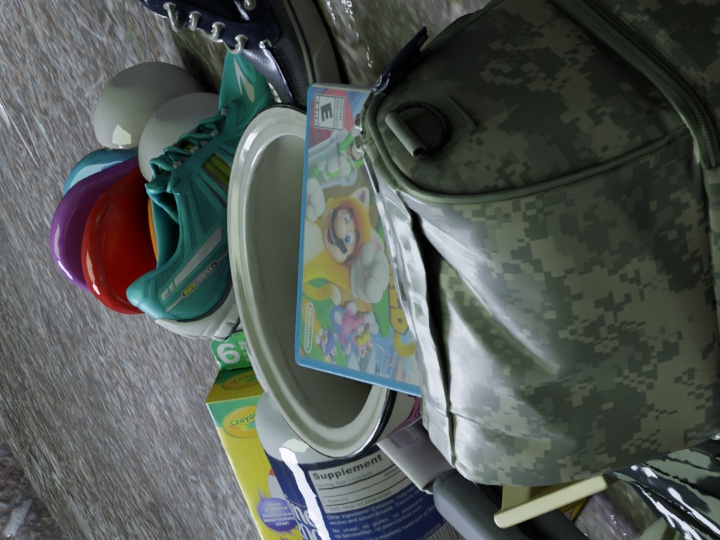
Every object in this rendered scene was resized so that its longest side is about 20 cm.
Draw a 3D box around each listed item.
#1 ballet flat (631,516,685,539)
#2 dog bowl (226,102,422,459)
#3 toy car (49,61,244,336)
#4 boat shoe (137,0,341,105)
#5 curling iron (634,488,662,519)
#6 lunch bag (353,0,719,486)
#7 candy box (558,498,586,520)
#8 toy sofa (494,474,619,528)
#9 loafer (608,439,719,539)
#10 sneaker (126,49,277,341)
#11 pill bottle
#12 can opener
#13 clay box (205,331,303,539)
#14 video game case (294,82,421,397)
[{"bbox_3d":[0.160,0.154,1.205,0.200,0.068,0.075,-150,70,-71],"label":"ballet flat"},{"bbox_3d":[0.000,0.000,1.432,0.200,0.074,0.200,33,128,55],"label":"dog bowl"},{"bbox_3d":[-0.138,-0.034,1.766,0.200,0.150,0.175,36,151,58],"label":"toy car"},{"bbox_3d":[-0.083,-0.155,1.481,0.075,0.093,0.200,31,146,62],"label":"boat shoe"},{"bbox_3d":[0.180,0.135,1.273,0.200,0.026,0.050,-134,42,-58],"label":"curling iron"},{"bbox_3d":[0.090,-0.018,1.017,0.139,0.168,0.200,48,159,40],"label":"lunch bag"},{"bbox_3d":[0.064,0.073,1.532,0.200,0.026,0.102,57,166,16],"label":"candy box"},{"bbox_3d":[0.079,0.020,1.306,0.083,0.098,0.200,-28,90,43],"label":"toy sofa"},{"bbox_3d":[0.131,0.064,1.181,0.200,0.068,0.070,33,119,30],"label":"loafer"},{"bbox_3d":[-0.089,-0.058,1.555,0.078,0.080,0.200,140,145,-65],"label":"sneaker"},{"bbox_3d":[-0.002,0.116,1.653,0.111,0.111,0.200,36,151,58],"label":"pill bottle"},{"bbox_3d":[0.066,0.119,1.463,0.200,0.053,0.067,47,154,38],"label":"can opener"},{"bbox_3d":[-0.027,0.129,1.761,0.048,0.115,0.200,-71,-34,-54],"label":"clay box"},{"bbox_3d":[0.035,-0.011,1.211,0.200,0.018,0.143,12,101,52],"label":"video game case"}]
